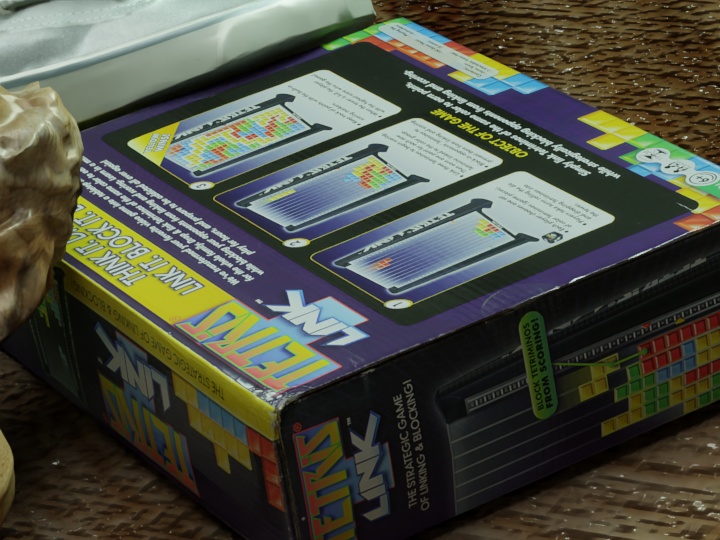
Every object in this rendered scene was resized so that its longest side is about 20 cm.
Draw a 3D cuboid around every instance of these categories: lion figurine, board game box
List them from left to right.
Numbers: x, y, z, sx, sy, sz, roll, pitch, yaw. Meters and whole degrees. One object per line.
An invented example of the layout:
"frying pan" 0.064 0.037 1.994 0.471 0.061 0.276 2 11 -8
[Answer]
"lion figurine" -0.122 0.032 0.776 0.122 0.073 0.201 -17 47 2
"board game box" 0.000 0.000 0.857 0.165 0.057 0.200 -22 29 -23

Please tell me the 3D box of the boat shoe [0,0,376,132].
"boat shoe" -0.093 -0.076 0.946 0.200 0.072 0.070 -18 -8 -18
